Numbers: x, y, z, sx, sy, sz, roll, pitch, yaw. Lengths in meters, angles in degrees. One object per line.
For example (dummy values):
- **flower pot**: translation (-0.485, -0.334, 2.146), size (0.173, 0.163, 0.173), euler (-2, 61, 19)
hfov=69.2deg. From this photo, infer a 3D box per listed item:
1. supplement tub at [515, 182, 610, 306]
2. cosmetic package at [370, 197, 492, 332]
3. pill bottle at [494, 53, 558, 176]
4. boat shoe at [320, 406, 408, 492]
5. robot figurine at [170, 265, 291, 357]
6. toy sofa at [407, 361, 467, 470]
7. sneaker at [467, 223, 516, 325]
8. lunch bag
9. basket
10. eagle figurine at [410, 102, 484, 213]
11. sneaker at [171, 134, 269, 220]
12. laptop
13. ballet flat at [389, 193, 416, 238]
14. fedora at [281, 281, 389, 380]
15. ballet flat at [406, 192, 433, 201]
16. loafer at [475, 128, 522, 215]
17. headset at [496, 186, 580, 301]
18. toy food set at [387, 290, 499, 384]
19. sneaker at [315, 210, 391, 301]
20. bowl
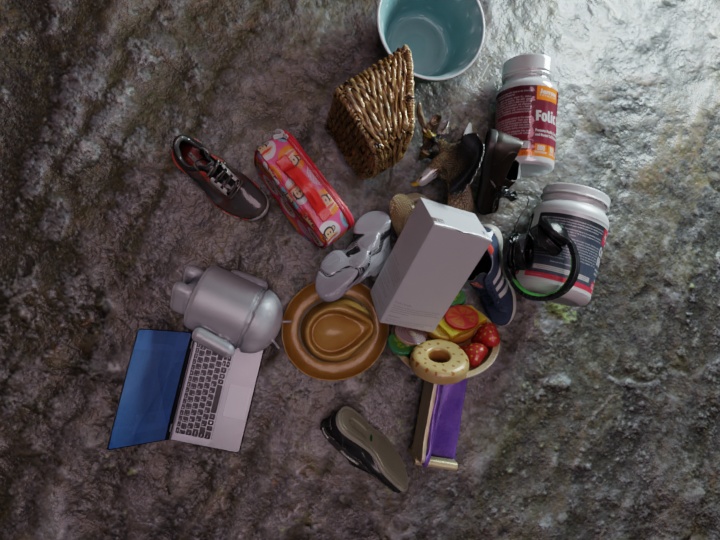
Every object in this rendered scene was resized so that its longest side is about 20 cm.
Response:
- **supplement tub**: translation (0.377, -0.045, 0.973), size (0.138, 0.140, 0.203), euler (17, 86, -9)
- **cosmetic package**: translation (0.108, -0.004, 0.844), size (0.111, 0.082, 0.201), euler (14, 121, -24)
- **pill bottle**: translation (0.311, -0.288, 0.981), size (0.112, 0.114, 0.203), euler (4, 88, -9)
- **boat shoe**: translation (0.011, 0.330, 0.948), size (0.067, 0.072, 0.200), euler (-37, 104, 28)
- **robot figurine**: translation (-0.215, 0.066, 0.879), size (0.198, 0.113, 0.171), euler (25, 48, -4)
- **toy sofa**: translation (0.150, 0.253, 0.948), size (0.082, 0.098, 0.203), euler (11, 86, -9)
- **sneaker**: translation (0.226, 0.022, 0.953), size (0.084, 0.074, 0.202), euler (-33, 112, -39)
- **lunch bag**: translation (-0.097, -0.132, 0.876), size (0.082, 0.176, 0.201), euler (-38, 95, -8)
- **basket**: translation (0.041, -0.255, 0.891), size (0.148, 0.200, 0.144), euler (-35, 93, -9)
- **eagle figurine**: translation (0.160, -0.173, 0.916), size (0.151, 0.201, 0.151), euler (13, 126, -46)
- **sneaker**: translation (-0.247, -0.158, 0.899), size (0.199, 0.082, 0.078), euler (35, 83, -7)
- **laptop**: translation (-0.279, 0.206, 0.866), size (0.197, 0.116, 0.190), euler (14, 87, -9)
- **ballet flat**: translation (0.116, -0.046, 0.923), size (0.070, 0.065, 0.201), euler (-36, 109, -16)
- **fedora**: translation (-0.040, 0.106, 0.926), size (0.197, 0.082, 0.204), euler (0, 89, -10)
- **ballet flat**: translation (0.164, -0.083, 0.976), size (0.198, 0.069, 0.070), euler (26, 84, -8)
- **loafer**: translation (0.248, -0.163, 0.928), size (0.070, 0.201, 0.074), euler (10, 66, 14)
- **headset**: translation (0.290, -0.047, 0.890), size (0.123, 0.093, 0.203), euler (-27, 70, 32)
- **toy food set**: translation (0.145, 0.112, 0.919), size (0.198, 0.198, 0.049), euler (-23, 133, -24)
- **sneaker**: translation (0.000, 0.000, 0.904), size (0.074, 0.116, 0.201), euler (15, 53, 29)
- **bowl**: translation (0.116, -0.428, 0.957), size (0.198, 0.105, 0.204), euler (1, 87, -10)
